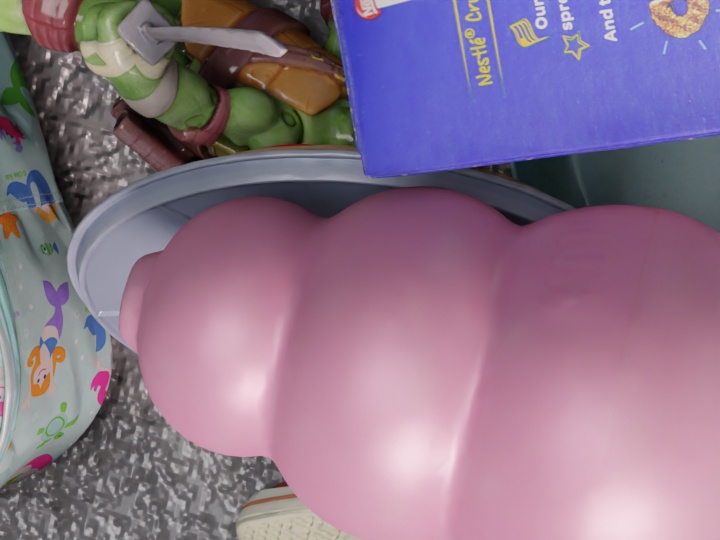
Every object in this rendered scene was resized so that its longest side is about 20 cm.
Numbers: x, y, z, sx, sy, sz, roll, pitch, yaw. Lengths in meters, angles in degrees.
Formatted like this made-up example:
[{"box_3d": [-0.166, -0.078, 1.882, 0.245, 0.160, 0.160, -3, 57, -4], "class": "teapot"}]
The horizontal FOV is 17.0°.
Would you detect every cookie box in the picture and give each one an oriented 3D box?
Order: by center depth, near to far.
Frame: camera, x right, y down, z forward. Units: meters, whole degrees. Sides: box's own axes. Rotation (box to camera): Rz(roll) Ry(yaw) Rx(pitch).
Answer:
[{"box_3d": [0.088, -0.126, 0.677, 0.199, 0.075, 0.172, -6, 100, 21], "class": "cookie box"}]

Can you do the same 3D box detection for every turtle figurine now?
[{"box_3d": [-0.051, -0.112, 0.844, 0.194, 0.200, 0.144, 25, 71, 20], "class": "turtle figurine"}]

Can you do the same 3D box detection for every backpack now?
[{"box_3d": [-0.196, 0.004, 0.914, 0.177, 0.151, 0.200, -21, 96, 27], "class": "backpack"}]

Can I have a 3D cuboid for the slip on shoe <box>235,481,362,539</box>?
[{"box_3d": [0.046, 0.084, 0.879, 0.200, 0.061, 0.074, -13, 127, 29], "class": "slip on shoe"}]

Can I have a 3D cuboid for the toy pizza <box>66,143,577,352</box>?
[{"box_3d": [0.000, 0.000, 0.826, 0.200, 0.200, 0.032, -6, 63, 21], "class": "toy pizza"}]

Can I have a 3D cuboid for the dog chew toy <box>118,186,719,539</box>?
[{"box_3d": [0.027, 0.030, 0.718, 0.199, 0.125, 0.125, 14, 102, 7], "class": "dog chew toy"}]

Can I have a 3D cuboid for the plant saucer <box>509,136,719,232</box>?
[{"box_3d": [0.149, -0.054, 0.835, 0.200, 0.027, 0.201, 3, 98, 20], "class": "plant saucer"}]
